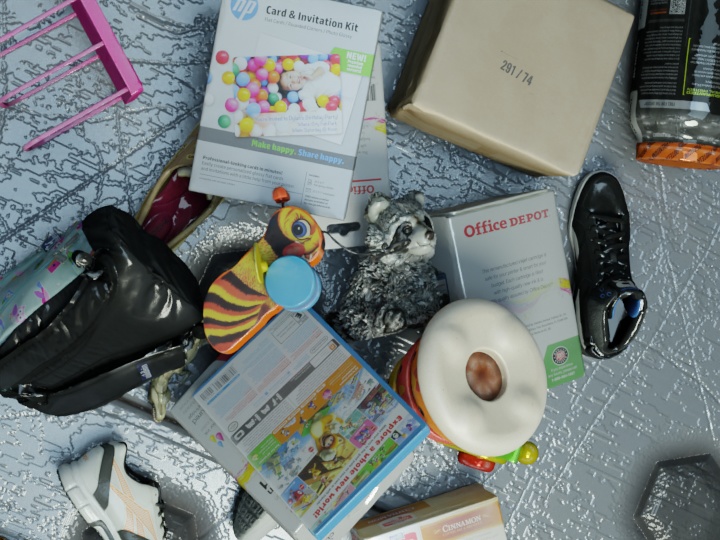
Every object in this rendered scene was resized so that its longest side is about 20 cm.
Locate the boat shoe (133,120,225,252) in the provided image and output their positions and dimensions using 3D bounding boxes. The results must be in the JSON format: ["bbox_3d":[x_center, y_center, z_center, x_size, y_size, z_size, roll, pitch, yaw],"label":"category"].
[{"bbox_3d":[-0.161,-0.088,1.343,0.074,0.066,0.201,35,82,-12],"label":"boat shoe"}]

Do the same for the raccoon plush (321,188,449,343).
[{"bbox_3d":[0.000,0.000,1.332,0.198,0.096,0.136,-14,87,32],"label":"raccoon plush"}]

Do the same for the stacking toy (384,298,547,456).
[{"bbox_3d":[0.073,0.120,1.310,0.144,0.199,0.148,11,69,-29],"label":"stacking toy"}]

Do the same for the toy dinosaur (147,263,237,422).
[{"bbox_3d":[-0.159,0.060,1.341,0.047,0.088,0.201,36,84,-10],"label":"toy dinosaur"}]

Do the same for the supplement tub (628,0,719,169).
[{"bbox_3d":[0.352,-0.214,1.437,0.121,0.122,0.203,7,91,-14],"label":"supplement tub"}]

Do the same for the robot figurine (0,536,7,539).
[{"bbox_3d":[-0.313,0.361,1.333,0.199,0.058,0.146,39,85,-12],"label":"robot figurine"}]

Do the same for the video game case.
[{"bbox_3d":[-0.049,0.133,1.261,0.143,0.018,0.200,-42,58,-8],"label":"video game case"}]

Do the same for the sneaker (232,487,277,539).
[{"bbox_3d":[-0.048,0.214,1.387,0.200,0.075,0.087,-43,120,-2],"label":"sneaker"}]

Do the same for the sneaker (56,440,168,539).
[{"bbox_3d":[-0.218,0.260,1.345,0.080,0.074,0.201,-34,100,-12],"label":"sneaker"}]

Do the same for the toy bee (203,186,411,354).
[{"bbox_3d":[-0.071,-0.014,1.251,0.198,0.131,0.110,-28,82,-21],"label":"toy bee"}]

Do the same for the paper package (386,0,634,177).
[{"bbox_3d":[0.154,-0.214,1.398,0.198,0.103,0.193,22,88,-13],"label":"paper package"}]

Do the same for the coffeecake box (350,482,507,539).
[{"bbox_3d":[0.087,0.348,1.424,0.151,0.073,0.203,-14,96,-13],"label":"coffeecake box"}]

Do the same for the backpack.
[{"bbox_3d":[-0.262,0.042,1.267,0.199,0.127,0.167,-35,128,13],"label":"backpack"}]

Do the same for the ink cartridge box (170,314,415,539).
[{"bbox_3d":[-0.067,0.156,1.316,0.148,0.199,0.086,-46,146,-9],"label":"ink cartridge box"}]

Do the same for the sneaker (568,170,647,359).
[{"bbox_3d":[0.271,-0.005,1.432,0.072,0.112,0.204,3,92,-15],"label":"sneaker"}]

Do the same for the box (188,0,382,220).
[{"bbox_3d":[-0.071,-0.161,1.286,0.153,0.041,0.203,11,93,-1],"label":"box"}]

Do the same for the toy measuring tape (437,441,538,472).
[{"bbox_3d":[0.095,0.166,1.435,0.197,0.074,0.075,18,89,9],"label":"toy measuring tape"}]

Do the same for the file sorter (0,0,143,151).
[{"bbox_3d":[-0.309,-0.226,1.264,0.124,0.139,0.202,-30,99,-9],"label":"file sorter"}]

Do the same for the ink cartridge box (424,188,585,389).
[{"bbox_3d":[0.141,0.027,1.398,0.144,0.087,0.203,-14,98,-31],"label":"ink cartridge box"}]

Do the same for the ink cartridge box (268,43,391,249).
[{"bbox_3d":[-0.036,-0.124,1.362,0.114,0.068,0.204,-5,94,-26],"label":"ink cartridge box"}]
